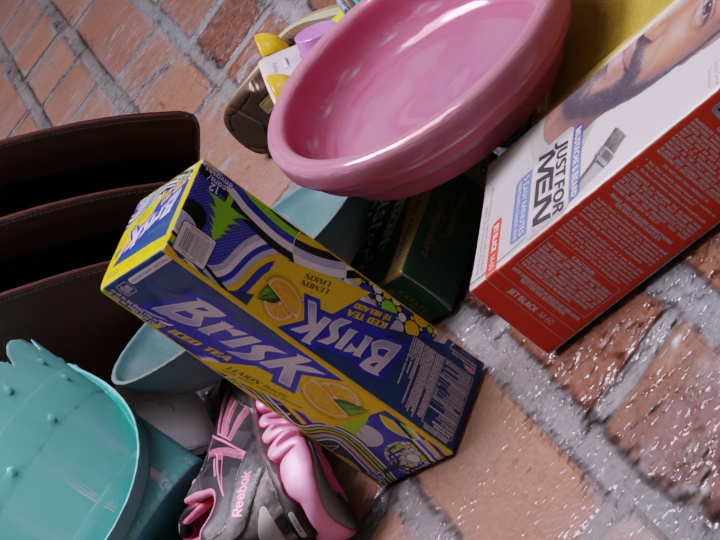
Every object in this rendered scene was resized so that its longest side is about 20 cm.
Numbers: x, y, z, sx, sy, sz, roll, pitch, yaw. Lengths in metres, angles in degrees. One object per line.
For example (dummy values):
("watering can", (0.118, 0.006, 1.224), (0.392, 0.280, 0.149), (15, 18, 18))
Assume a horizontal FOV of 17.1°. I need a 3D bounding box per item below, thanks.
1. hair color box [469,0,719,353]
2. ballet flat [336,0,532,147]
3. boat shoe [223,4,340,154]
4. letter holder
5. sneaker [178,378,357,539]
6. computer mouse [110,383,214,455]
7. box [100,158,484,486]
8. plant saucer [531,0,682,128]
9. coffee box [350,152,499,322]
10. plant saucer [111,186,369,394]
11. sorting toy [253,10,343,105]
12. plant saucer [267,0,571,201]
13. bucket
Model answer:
("hair color box", (0.146, -0.060, 1.219), (0.200, 0.064, 0.111), (-39, 24, 33))
("ballet flat", (0.044, -0.131, 1.494), (0.074, 0.074, 0.200), (-52, 40, 3))
("boat shoe", (-0.033, -0.160, 1.791), (0.200, 0.072, 0.076), (-28, 20, 51))
("letter holder", (-0.177, -0.011, 1.541), (0.101, 0.199, 0.143), (46, 142, 49))
("sneaker", (-0.068, 0.114, 1.369), (0.095, 0.079, 0.200), (-35, 20, 1))
("computer mouse", (-0.151, 0.088, 1.624), (0.200, 0.109, 0.044), (16, 114, 64))
("box", (-0.035, 0.030, 1.276), (0.070, 0.200, 0.065), (-29, 31, 48))
("plant saucer", (0.163, -0.149, 1.348), (0.200, 0.048, 0.201), (-42, 23, 32))
("coffee box", (0.000, 0.000, 1.478), (0.200, 0.044, 0.124), (-30, 30, 49))
("plant saucer", (-0.063, 0.012, 1.434), (0.200, 0.036, 0.200), (-39, 11, 9))
("sorting toy", (0.030, -0.146, 1.615), (0.179, 0.107, 0.200), (-32, 22, 4))
("plant saucer", (0.040, -0.110, 1.364), (0.200, 0.051, 0.201), (-29, 30, 18))
("bucket", (-0.190, 0.158, 1.421), (0.208, 0.134, 0.207), (-61, -8, -15))
